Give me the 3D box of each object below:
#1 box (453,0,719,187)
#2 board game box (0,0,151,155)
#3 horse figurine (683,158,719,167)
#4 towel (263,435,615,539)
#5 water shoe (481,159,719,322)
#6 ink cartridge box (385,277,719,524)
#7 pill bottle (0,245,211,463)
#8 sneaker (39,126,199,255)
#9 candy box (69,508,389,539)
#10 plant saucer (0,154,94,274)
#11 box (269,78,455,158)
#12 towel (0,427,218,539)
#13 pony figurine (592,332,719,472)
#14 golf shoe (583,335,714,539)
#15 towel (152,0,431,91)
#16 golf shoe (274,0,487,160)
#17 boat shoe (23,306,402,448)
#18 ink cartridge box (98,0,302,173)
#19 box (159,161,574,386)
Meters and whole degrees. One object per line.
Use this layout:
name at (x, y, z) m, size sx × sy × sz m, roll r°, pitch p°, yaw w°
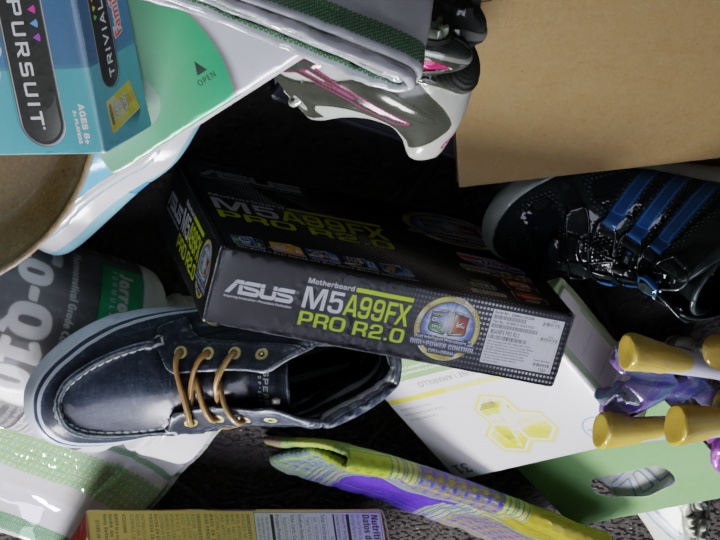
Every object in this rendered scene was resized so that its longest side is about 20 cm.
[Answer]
box at (0.144, -0.112, 1.457) m, size 0.199 × 0.021 × 0.164 m, roll -7°, pitch 140°, yaw -1°
board game box at (-0.209, -0.133, 1.357) m, size 0.199 × 0.047 × 0.151 m, roll 0°, pitch 110°, yaw 28°
horse figurine at (0.206, -0.051, 1.581) m, size 0.132 × 0.050 × 0.200 m, roll -8°, pitch 139°, yaw 3°
towel at (0.050, 0.144, 1.760) m, size 0.200 × 0.023 × 0.144 m, roll 22°, pitch 170°, yaw -24°
water shoe at (0.165, -0.015, 1.523) m, size 0.199 × 0.079 × 0.072 m, roll -1°, pitch 135°, yaw 4°
ink cartridge box at (0.116, 0.096, 1.685) m, size 0.145 × 0.048 × 0.200 m, roll -16°, pitch 125°, yaw 42°
pill bottle at (-0.179, 0.038, 1.605) m, size 0.199 × 0.113 × 0.113 m, roll 18°, pitch 135°, yaw -20°
sneaker at (-0.165, -0.090, 1.489) m, size 0.130 × 0.080 × 0.200 m, roll 23°, pitch 132°, yaw -28°
candy box at (-0.092, 0.198, 1.807) m, size 0.199 × 0.057 × 0.117 m, roll 3°, pitch 152°, yaw -21°
plant saucer at (-0.224, -0.090, 1.449) m, size 0.199 × 0.035 × 0.201 m, roll 2°, pitch 98°, yaw 12°
box at (0.066, -0.143, 1.465) m, size 0.161 × 0.049 × 0.200 m, roll 16°, pitch 136°, yaw -26°
towel at (-0.176, 0.108, 1.755) m, size 0.149 × 0.031 × 0.200 m, roll 21°, pitch 134°, yaw -27°
pony figurine at (0.236, 0.075, 1.588) m, size 0.199 × 0.167 × 0.193 m, roll 3°, pitch 174°, yaw -19°
golf shoe at (0.174, 0.112, 1.768) m, size 0.097 × 0.078 × 0.200 m, roll 4°, pitch 136°, yaw 19°
towel at (-0.029, -0.189, 1.282) m, size 0.149 × 0.201 × 0.031 m, roll 21°, pitch 149°, yaw -26°
golf shoe at (-0.036, -0.120, 1.406) m, size 0.200 × 0.077 × 0.088 m, roll 25°, pitch 130°, yaw 18°
boat shoe at (-0.079, 0.057, 1.533) m, size 0.200 × 0.091 × 0.071 m, roll -15°, pitch 109°, yaw -17°
ink cartridge box at (-0.111, -0.166, 1.341) m, size 0.161 × 0.050 × 0.200 m, roll -30°, pitch 102°, yaw 34°
box at (0.000, 0.000, 1.544) m, size 0.199 × 0.160 × 0.044 m, roll 11°, pitch 106°, yaw -15°
